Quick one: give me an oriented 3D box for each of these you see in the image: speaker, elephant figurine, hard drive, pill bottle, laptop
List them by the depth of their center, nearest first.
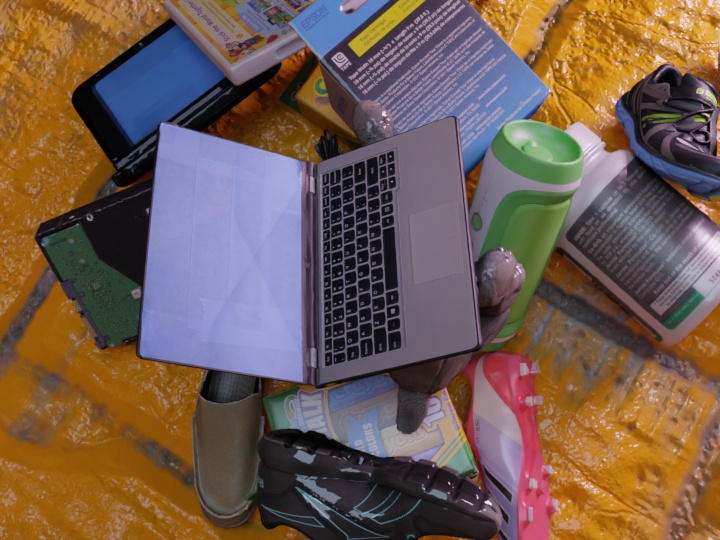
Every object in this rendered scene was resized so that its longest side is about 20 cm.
[{"bbox_3d":[-0.034,-0.029,0.594,0.197,0.116,0.190,-16,60,24],"label":"laptop"},{"bbox_3d":[0.023,-0.010,0.694,0.199,0.142,0.155,38,59,23],"label":"elephant figurine"},{"bbox_3d":[0.129,-0.027,0.758,0.087,0.202,0.089,9,36,-7],"label":"speaker"},{"bbox_3d":[0.246,-0.037,0.791,0.200,0.113,0.113,44,84,13],"label":"pill bottle"},{"bbox_3d":[-0.191,-0.018,0.830,0.197,0.038,0.141,-23,116,0],"label":"hard drive"}]

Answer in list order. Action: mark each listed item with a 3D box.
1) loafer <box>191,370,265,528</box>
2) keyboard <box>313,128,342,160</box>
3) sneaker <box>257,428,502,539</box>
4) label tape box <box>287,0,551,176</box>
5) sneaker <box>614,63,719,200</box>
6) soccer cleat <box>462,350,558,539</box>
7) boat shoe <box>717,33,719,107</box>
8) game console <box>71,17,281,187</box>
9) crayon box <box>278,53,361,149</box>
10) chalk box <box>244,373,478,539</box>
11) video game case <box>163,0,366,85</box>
[{"bbox_3d":[-0.126,0.139,0.810,0.075,0.067,0.203,-1,77,5],"label":"loafer"},{"bbox_3d":[0.018,-0.080,0.835,0.125,0.021,0.203,-6,96,21],"label":"keyboard"},{"bbox_3d":[0.011,0.183,0.668,0.197,0.075,0.081,12,92,14],"label":"sneaker"},{"bbox_3d":[0.050,-0.178,0.772,0.144,0.063,0.200,-41,87,-13],"label":"label tape box"},{"bbox_3d":[0.290,-0.132,0.776,0.070,0.201,0.083,27,120,-19],"label":"sneaker"},{"bbox_3d":[0.132,0.176,0.786,0.076,0.066,0.204,-9,80,36],"label":"soccer cleat"},{"bbox_3d":[0.369,-0.156,0.798,0.061,0.073,0.202,-6,44,21],"label":"boat shoe"},{"bbox_3d":[-0.196,-0.192,0.875,0.199,0.176,0.117,-38,104,-3],"label":"game console"},{"bbox_3d":[0.023,-0.183,0.879,0.199,0.052,0.126,34,83,13],"label":"crayon box"},{"bbox_3d":[-0.009,0.158,0.766,0.197,0.125,0.125,-19,76,0],"label":"chalk box"},{"bbox_3d":[-0.088,-0.273,0.866,0.181,0.023,0.200,-31,45,-11],"label":"video game case"}]
